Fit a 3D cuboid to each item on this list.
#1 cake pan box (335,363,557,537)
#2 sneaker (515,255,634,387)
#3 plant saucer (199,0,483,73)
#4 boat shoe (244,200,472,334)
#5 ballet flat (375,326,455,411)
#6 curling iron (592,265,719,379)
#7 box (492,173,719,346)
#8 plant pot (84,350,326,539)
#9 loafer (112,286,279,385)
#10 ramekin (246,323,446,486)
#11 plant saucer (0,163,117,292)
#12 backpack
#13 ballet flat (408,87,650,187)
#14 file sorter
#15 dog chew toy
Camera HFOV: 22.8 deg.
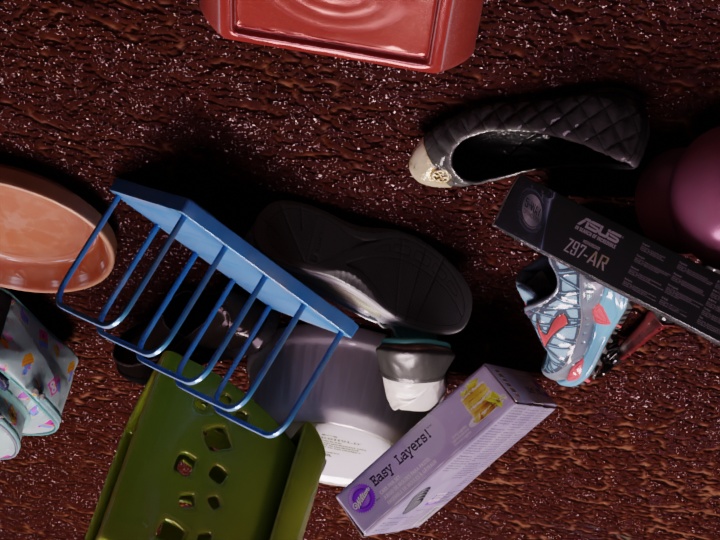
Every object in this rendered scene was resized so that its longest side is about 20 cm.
[{"bbox_3d":[0.084,0.164,1.634,0.184,0.052,0.200,-41,165,11],"label":"cake pan box"},{"bbox_3d":[0.176,0.022,1.508,0.095,0.080,0.200,23,145,4],"label":"sneaker"},{"bbox_3d":[-0.014,-0.200,1.181,0.198,0.037,0.200,10,151,1],"label":"plant saucer"},{"bbox_3d":[-0.001,0.001,1.516,0.201,0.075,0.065,20,162,-11],"label":"boat shoe"},{"bbox_3d":[0.050,0.086,1.565,0.067,0.069,0.200,1,-178,5],"label":"ballet flat"},{"bbox_3d":[0.253,0.044,1.537,0.026,0.049,0.200,56,141,9],"label":"curling iron"},{"bbox_3d":[0.204,-0.001,1.328,0.199,0.044,0.160,28,-178,15],"label":"box"},{"bbox_3d":[-0.148,0.222,1.658,0.181,0.200,0.200,22,150,-9],"label":"plant pot"},{"bbox_3d":[-0.165,0.050,1.670,0.199,0.073,0.071,-19,130,36],"label":"loafer"},{"bbox_3d":[-0.020,0.139,1.746,0.201,0.095,0.203,8,152,4],"label":"ramekin"},{"bbox_3d":[-0.312,-0.041,1.581,0.199,0.033,0.201,8,153,4],"label":"plant saucer"},{"bbox_3d":[-0.379,0.102,1.745,0.175,0.154,0.200,-3,159,24],"label":"backpack"},{"bbox_3d":[0.118,-0.090,1.316,0.199,0.057,0.066,-11,145,34],"label":"ballet flat"},{"bbox_3d":[-0.133,0.034,1.494,0.200,0.123,0.139,38,168,-32],"label":"file sorter"},{"bbox_3d":[0.278,-0.052,1.272,0.124,0.125,0.199,33,159,-36],"label":"dog chew toy"}]
